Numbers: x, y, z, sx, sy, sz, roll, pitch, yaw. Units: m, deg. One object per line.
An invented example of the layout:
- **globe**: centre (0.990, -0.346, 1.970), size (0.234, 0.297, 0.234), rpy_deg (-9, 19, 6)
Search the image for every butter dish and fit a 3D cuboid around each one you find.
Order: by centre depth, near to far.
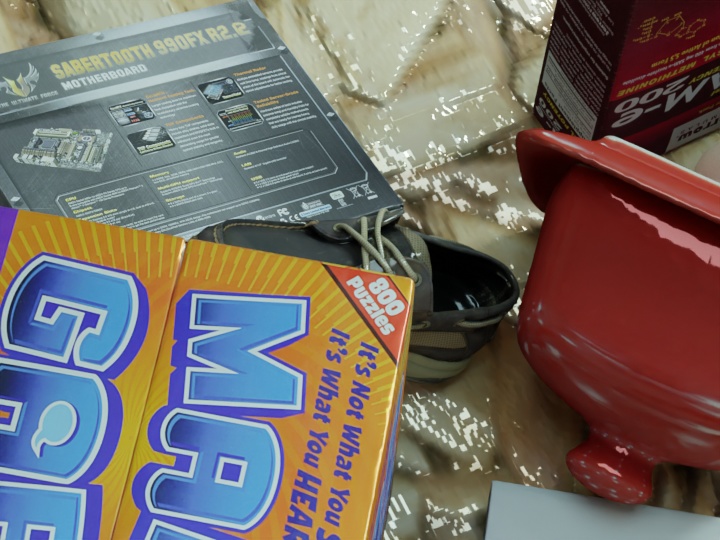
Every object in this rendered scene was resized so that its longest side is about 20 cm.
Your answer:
- **butter dish**: centre (0.144, 0.039, 1.111), size (0.198, 0.200, 0.149), rpy_deg (24, 84, 9)

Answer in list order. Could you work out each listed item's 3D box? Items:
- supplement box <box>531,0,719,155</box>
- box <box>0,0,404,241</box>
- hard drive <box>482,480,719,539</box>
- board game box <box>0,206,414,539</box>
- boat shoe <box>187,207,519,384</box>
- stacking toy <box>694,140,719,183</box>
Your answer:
- **supplement box**: centre (0.157, -0.136, 1.186), size (0.108, 0.200, 0.061), rpy_deg (-24, 64, -17)
- **box**: centre (-0.102, -0.050, 1.174), size (0.199, 0.048, 0.159), rpy_deg (-18, 59, -34)
- **hard drive**: centre (0.151, 0.177, 1.098), size (0.198, 0.027, 0.133), rpy_deg (9, 59, 2)
- **board game box**: centre (-0.094, 0.121, 1.015), size (0.198, 0.200, 0.201), rpy_deg (10, 59, 3)
- **boat shoe**: centre (0.000, 0.000, 1.110), size (0.199, 0.073, 0.075), rpy_deg (10, 47, -50)
- **stacking toy**: centre (0.259, -0.096, 1.192), size (0.145, 0.146, 0.201), rpy_deg (17, 64, 7)
